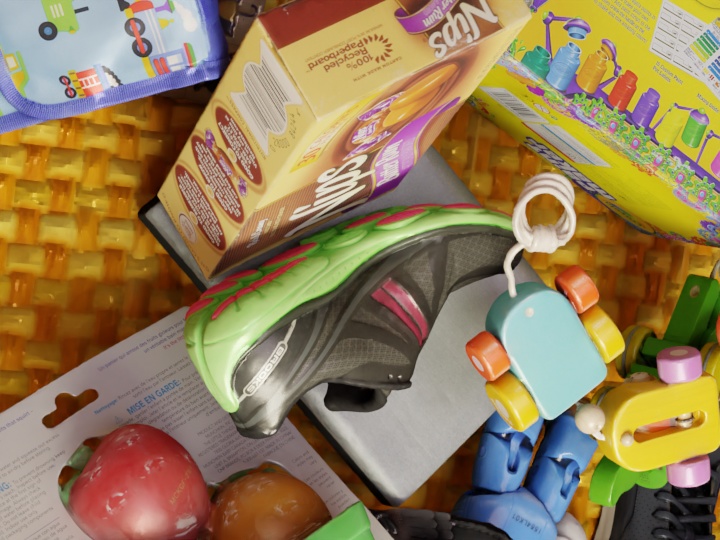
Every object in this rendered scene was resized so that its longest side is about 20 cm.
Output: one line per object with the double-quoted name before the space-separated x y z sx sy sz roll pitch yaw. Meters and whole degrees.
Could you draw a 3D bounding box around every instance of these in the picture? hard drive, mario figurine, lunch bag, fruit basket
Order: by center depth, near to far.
"lunch bag" -0.150 -0.142 0.961 0.198 0.094 0.152 -11 106 21
"fruit basket" -0.082 0.129 1.016 0.200 0.094 0.185 44 46 15
"hard drive" 0.000 0.000 1.127 0.139 0.033 0.200 -43 101 -15
"mario figurine" 0.057 0.154 1.186 0.122 0.106 0.202 20 75 9

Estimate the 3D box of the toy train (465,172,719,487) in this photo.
"toy train" 0.140 0.023 1.099 0.198 0.056 0.152 16 95 -24

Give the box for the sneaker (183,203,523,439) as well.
"sneaker" 0.001 0.022 1.060 0.199 0.076 0.085 -25 104 -33

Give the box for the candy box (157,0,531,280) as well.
"candy box" -0.013 -0.072 0.993 0.116 0.200 0.057 -27 79 -25

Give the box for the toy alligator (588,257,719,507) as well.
"toy alligator" 0.176 0.050 1.184 0.201 0.059 0.054 -61 143 -23

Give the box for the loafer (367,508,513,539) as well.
"loafer" -0.015 0.154 1.099 0.198 0.063 0.073 -3 66 -1

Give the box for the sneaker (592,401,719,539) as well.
"sneaker" 0.186 0.153 1.197 0.076 0.146 0.204 21 86 -25

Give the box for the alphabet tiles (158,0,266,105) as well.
"alphabet tiles" -0.083 -0.187 1.096 0.166 0.008 0.202 12 92 -27

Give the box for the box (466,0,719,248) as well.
"box" 0.156 -0.146 1.154 0.199 0.122 0.194 35 81 -25

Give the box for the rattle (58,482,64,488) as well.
"rattle" -0.142 0.180 1.016 0.130 0.143 0.200 -39 87 -21
